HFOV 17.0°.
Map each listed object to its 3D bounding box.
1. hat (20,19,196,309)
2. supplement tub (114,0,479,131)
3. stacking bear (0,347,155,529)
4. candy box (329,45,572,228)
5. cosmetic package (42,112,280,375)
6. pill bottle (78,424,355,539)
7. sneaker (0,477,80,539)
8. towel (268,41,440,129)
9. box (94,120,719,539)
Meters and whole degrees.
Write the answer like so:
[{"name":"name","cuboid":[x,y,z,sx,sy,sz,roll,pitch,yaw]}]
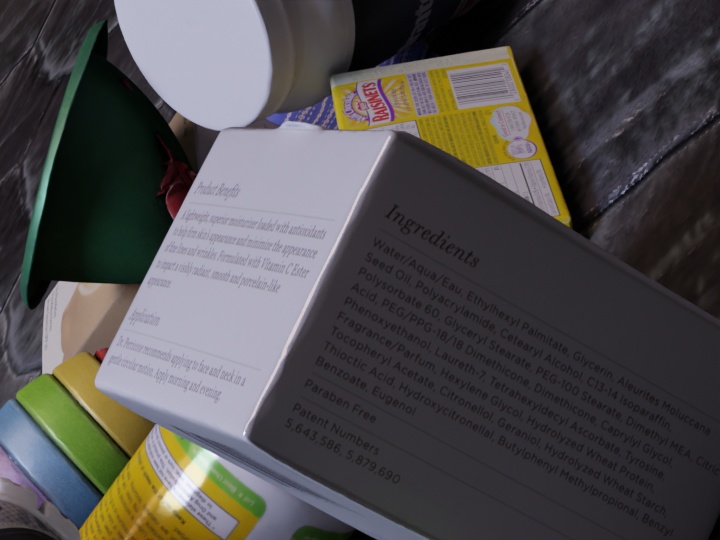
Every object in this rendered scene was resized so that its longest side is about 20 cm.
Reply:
[{"name":"hat","cuboid":[-0.093,-0.031,1.391,0.166,0.175,0.201,105,178,-58]},{"name":"supplement tub","cuboid":[-0.027,-0.175,1.362,0.200,0.141,0.140,-34,4,-37]},{"name":"stacking bear","cuboid":[-0.141,0.094,1.384,0.200,0.122,0.114,-42,52,-8]},{"name":"candy box","cuboid":[0.043,-0.057,1.225,0.102,0.027,0.200,-11,30,1]},{"name":"cosmetic package","cuboid":[-0.123,-0.004,1.511,0.200,0.071,0.105,-53,27,28]},{"name":"pill bottle","cuboid":[-0.094,0.159,1.206,0.200,0.111,0.111,-53,22,14]},{"name":"sneaker","cuboid":[-0.119,0.177,1.109,0.074,0.200,0.087,-50,9,14]},{"name":"towel","cuboid":[-0.027,-0.082,1.498,0.145,0.024,0.200,-62,22,-4]},{"name":"box","cuboid":[0.026,0.042,0.976,0.131,0.199,0.199,-63,21,-7]}]
